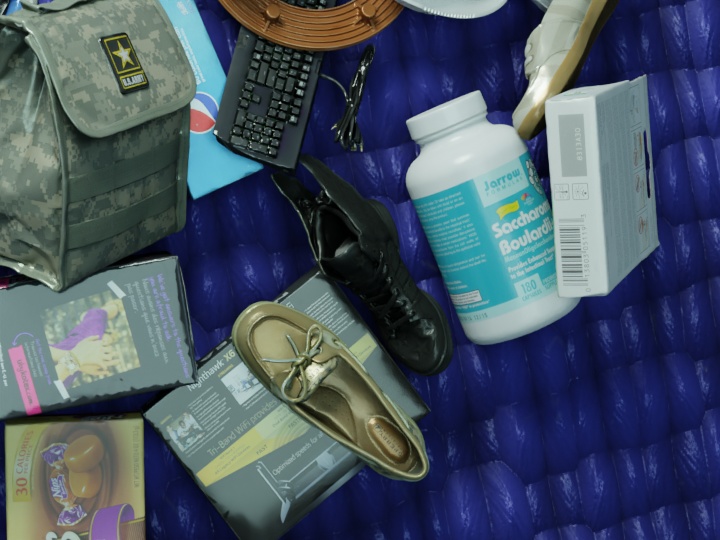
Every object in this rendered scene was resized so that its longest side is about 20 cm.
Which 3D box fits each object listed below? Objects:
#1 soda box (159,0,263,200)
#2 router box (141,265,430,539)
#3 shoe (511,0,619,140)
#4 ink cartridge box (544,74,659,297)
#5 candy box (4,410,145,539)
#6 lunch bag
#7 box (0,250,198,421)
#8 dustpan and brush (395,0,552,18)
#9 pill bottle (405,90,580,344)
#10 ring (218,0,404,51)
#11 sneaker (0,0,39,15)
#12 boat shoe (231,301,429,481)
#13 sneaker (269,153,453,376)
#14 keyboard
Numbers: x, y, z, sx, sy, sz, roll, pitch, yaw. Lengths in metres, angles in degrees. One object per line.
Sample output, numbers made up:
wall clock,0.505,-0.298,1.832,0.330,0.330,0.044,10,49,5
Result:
soda box,-0.152,-0.164,1.194,0.067,0.064,0.202,-24,97,-9
router box,-0.064,0.119,1.231,0.199,0.052,0.158,-38,99,-7
shoe,0.171,-0.196,1.230,0.053,0.070,0.201,26,65,9
ink cartridge box,0.209,-0.078,1.225,0.049,0.200,0.164,-1,102,22
candy box,-0.238,0.223,1.200,0.115,0.056,0.203,-1,92,-12
lunch bag,-0.210,-0.112,1.093,0.116,0.164,0.203,17,115,23
box,-0.239,0.052,1.156,0.197,0.122,0.108,-10,95,-12
dustpan and brush,0.109,-0.263,1.241,0.199,0.057,0.142,27,70,-42
pill bottle,0.107,-0.047,1.229,0.110,0.111,0.202,-24,97,-9
ring,-0.042,-0.283,1.206,0.197,0.019,0.204,3,75,-13
sneaker,-0.317,-0.155,1.117,0.080,0.146,0.202,30,85,-11
boat shoe,-0.020,0.098,1.179,0.199,0.063,0.074,38,86,-9
sneaker,0.002,-0.001,1.198,0.060,0.104,0.202,-32,73,24
keyboard,-0.044,-0.170,1.196,0.126,0.021,0.203,19,64,-15
